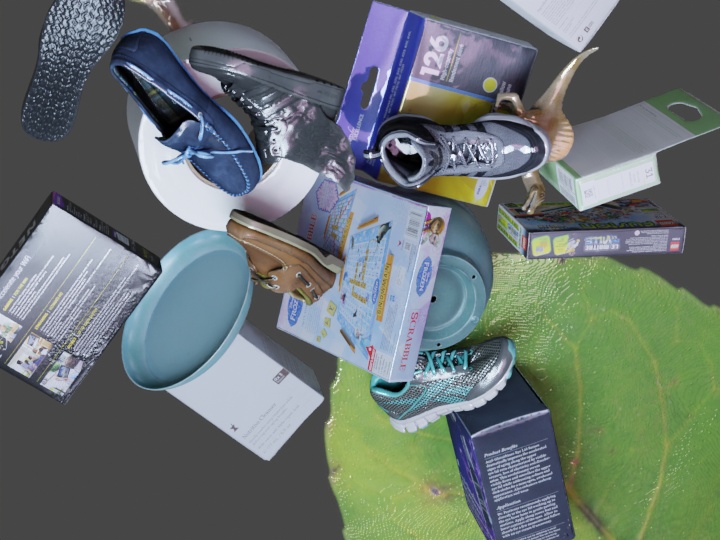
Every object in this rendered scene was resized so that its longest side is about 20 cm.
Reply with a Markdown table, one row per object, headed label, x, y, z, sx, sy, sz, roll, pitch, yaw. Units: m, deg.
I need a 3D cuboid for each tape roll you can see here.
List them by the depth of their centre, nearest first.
| label | x | y | z | sx | sy | sz | roll | pitch | yaw |
| --- | --- | --- | --- | --- | --- | --- | --- | --- | --- |
| tape roll | -0.147 | -0.158 | 1.528 | 0.202 | 0.139 | 0.203 | -5 | 112 | -12 |

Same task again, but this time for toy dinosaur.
| label | x | y | z | sx | sy | sz | roll | pitch | yaw |
| --- | --- | --- | --- | --- | --- | --- | --- | --- | --- |
| toy dinosaur | 0.197 | -0.169 | 1.597 | 0.101 | 0.058 | 0.200 | 16 | 102 | -2 |

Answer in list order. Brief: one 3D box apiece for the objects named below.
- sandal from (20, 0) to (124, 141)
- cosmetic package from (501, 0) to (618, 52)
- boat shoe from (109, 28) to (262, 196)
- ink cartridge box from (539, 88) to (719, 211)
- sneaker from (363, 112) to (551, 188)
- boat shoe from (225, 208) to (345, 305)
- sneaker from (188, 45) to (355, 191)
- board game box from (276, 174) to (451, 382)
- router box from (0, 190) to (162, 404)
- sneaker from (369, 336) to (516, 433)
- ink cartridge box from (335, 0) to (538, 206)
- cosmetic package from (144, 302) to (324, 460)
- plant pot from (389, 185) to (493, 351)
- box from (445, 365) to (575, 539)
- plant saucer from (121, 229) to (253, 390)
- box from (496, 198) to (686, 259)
| label | x | y | z | sx | sy | sz | roll | pitch | yaw |
| --- | --- | --- | --- | --- | --- | --- | --- | --- | --- |
| sandal | -0.315 | -0.233 | 1.511 | 0.075 | 0.048 | 0.201 | 21 | 117 | -22 |
| cosmetic package | 0.177 | -0.336 | 1.560 | 0.200 | 0.108 | 0.085 | 32 | 100 | -25 |
| boat shoe | -0.182 | -0.143 | 1.402 | 0.084 | 0.069 | 0.200 | -30 | 112 | 39 |
| ink cartridge box | 0.318 | -0.145 | 1.651 | 0.200 | 0.146 | 0.048 | -18 | 117 | -7 |
| sneaker | 0.103 | -0.126 | 1.537 | 0.200 | 0.114 | 0.076 | 5 | 110 | 17 |
| boat shoe | -0.083 | -0.007 | 1.496 | 0.068 | 0.072 | 0.200 | -60 | 146 | 1 |
| sneaker | -0.089 | -0.155 | 1.434 | 0.200 | 0.060 | 0.104 | 13 | 103 | -23 |
| board game box | 0.000 | 0.000 | 1.586 | 0.041 | 0.199 | 0.200 | 3 | 105 | -44 |
| router box | -0.343 | 0.033 | 1.601 | 0.149 | 0.051 | 0.200 | 34 | 99 | -22 |
| sneaker | 0.095 | 0.128 | 1.704 | 0.200 | 0.078 | 0.091 | -31 | 127 | 26 |
| ink cartridge box | 0.083 | -0.190 | 1.627 | 0.200 | 0.047 | 0.198 | 11 | 107 | -20 |
| cosmetic package | -0.154 | 0.120 | 1.670 | 0.200 | 0.081 | 0.113 | 36 | 101 | -25 |
| plant pot | 0.072 | 0.014 | 1.658 | 0.200 | 0.134 | 0.201 | -5 | 113 | -13 |
| box | 0.183 | 0.238 | 1.770 | 0.104 | 0.148 | 0.200 | -18 | 114 | -6 |
| plant saucer | -0.188 | 0.046 | 1.571 | 0.200 | 0.200 | 0.027 | -49 | 129 | 8 |
| box | 0.277 | -0.051 | 1.699 | 0.200 | 0.110 | 0.035 | -3 | 112 | -14 |
